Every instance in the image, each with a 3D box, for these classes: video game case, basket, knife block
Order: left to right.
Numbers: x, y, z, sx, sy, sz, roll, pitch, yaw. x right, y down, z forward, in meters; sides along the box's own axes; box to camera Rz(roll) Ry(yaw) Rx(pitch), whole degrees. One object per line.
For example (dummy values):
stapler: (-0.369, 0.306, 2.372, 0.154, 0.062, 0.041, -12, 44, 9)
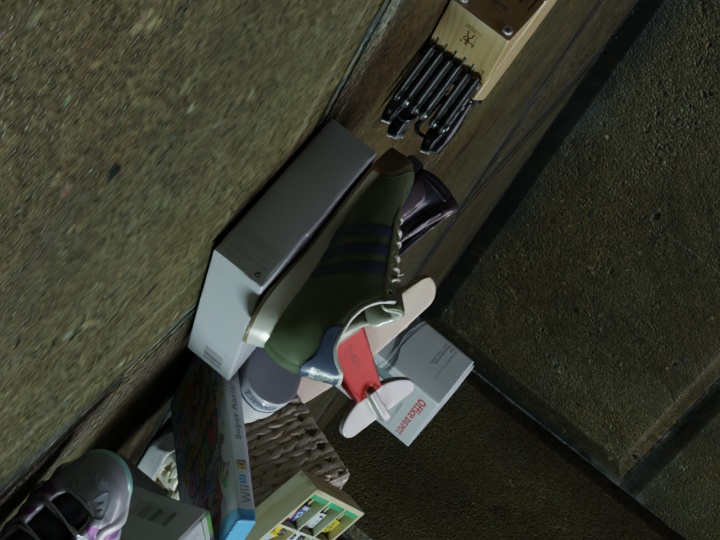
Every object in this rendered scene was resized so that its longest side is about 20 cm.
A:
video game case: (-0.130, 0.161, 1.407, 0.143, 0.018, 0.201, 122, -34, -46)
basket: (-0.128, 0.225, 1.663, 0.199, 0.124, 0.136, -18, 150, -45)
knife block: (0.102, -0.196, 1.463, 0.200, 0.064, 0.176, -49, 174, -34)

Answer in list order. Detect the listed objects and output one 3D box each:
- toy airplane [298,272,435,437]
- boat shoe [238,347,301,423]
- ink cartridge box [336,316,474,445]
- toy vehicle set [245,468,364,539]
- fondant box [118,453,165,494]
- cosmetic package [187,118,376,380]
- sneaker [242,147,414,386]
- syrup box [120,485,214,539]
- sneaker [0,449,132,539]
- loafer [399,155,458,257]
toy airplane: (-0.025, 0.083, 1.793, 0.199, 0.141, 0.200, 2, 120, -42)
boat shoe: (-0.072, 0.052, 1.460, 0.070, 0.071, 0.201, -40, -154, 47)
ink cartridge box: (0.025, 0.105, 2.024, 0.084, 0.200, 0.146, -47, 173, -29)
toy vehicle set: (-0.072, 0.259, 1.615, 0.124, 0.027, 0.200, -41, 160, 1)
fondant box: (-0.262, 0.260, 1.390, 0.145, 0.058, 0.200, -55, 173, 27)
cosmetic package: (-0.066, -0.013, 1.307, 0.151, 0.052, 0.200, -48, 173, -26)
sneaker: (0.001, 0.004, 1.245, 0.200, 0.090, 0.067, -52, 173, -25)
syrup box: (-0.164, 0.288, 1.352, 0.081, 0.078, 0.201, -43, 136, -44)
sneaker: (-0.237, 0.206, 1.150, 0.200, 0.078, 0.140, -52, 175, -11)
loafer: (0.000, 0.000, 1.333, 0.200, 0.063, 0.072, -51, 178, 7)
